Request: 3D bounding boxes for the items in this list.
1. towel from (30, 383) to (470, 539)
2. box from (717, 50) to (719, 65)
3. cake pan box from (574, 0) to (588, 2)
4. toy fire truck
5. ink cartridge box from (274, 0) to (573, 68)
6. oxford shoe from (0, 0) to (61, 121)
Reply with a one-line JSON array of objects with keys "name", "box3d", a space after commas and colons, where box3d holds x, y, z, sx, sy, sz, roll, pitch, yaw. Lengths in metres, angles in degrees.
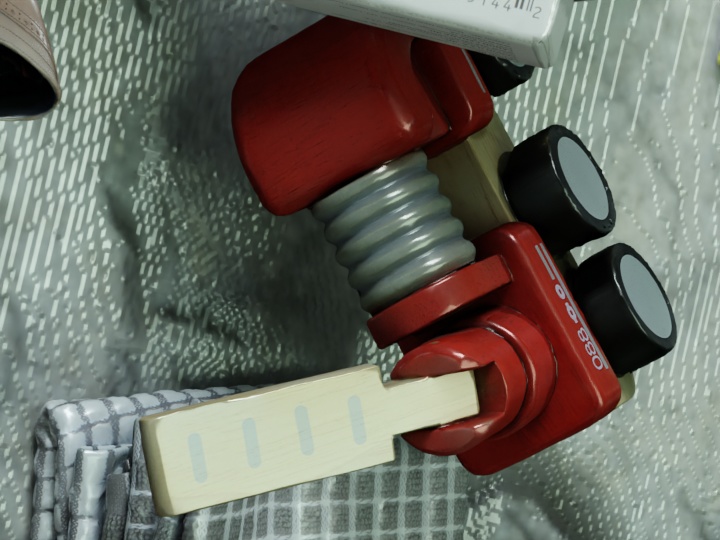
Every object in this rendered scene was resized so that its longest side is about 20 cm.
[{"name": "towel", "box3d": [-0.037, 0.143, 1.065, 0.165, 0.086, 0.200, 1, 95, -42]}, {"name": "box", "box3d": [0.250, -0.098, 1.308, 0.200, 0.050, 0.075, 21, 83, -41]}, {"name": "cake pan box", "box3d": [0.073, -0.212, 1.079, 0.200, 0.052, 0.184, -54, 132, -60]}, {"name": "toy fire truck", "box3d": [0.000, 0.000, 1.006, 0.176, 0.129, 0.200, 63, 24, 1]}, {"name": "ink cartridge box", "box3d": [-0.006, -0.179, 0.982, 0.045, 0.200, 0.176, 41, 65, -78]}, {"name": "oxford shoe", "box3d": [-0.174, -0.077, 0.896, 0.200, 0.073, 0.071, -6, 145, -46]}]
